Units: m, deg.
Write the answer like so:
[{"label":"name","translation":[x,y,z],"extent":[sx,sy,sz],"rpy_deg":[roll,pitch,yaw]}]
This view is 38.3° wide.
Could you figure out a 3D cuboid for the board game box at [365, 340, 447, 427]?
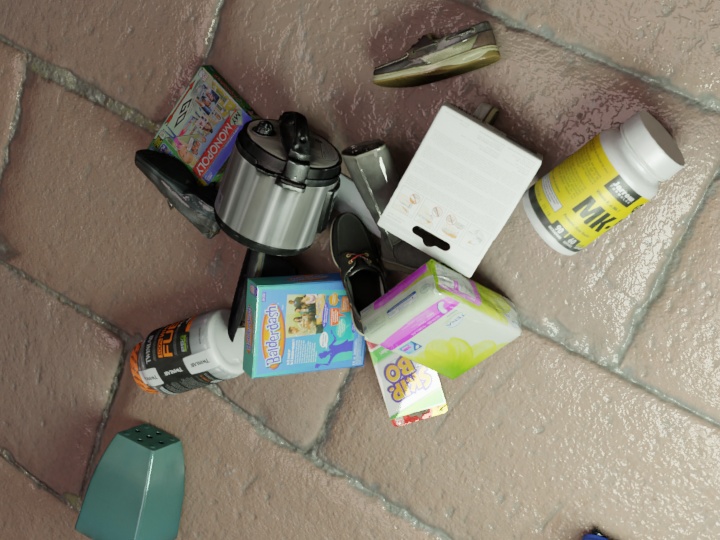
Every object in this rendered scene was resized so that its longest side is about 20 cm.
[{"label":"board game box","translation":[0.068,0.144,1.640],"extent":[0.095,0.030,0.201],"rpy_deg":[-17,96,3]}]

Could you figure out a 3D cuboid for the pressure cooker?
[{"label":"pressure cooker","translation":[-0.123,-0.144,1.606],"extent":[0.176,0.178,0.201],"rpy_deg":[36,119,26]}]

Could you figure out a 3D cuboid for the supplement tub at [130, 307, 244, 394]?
[{"label":"supplement tub","translation":[-0.297,0.146,1.803],"extent":[0.199,0.122,0.123],"rpy_deg":[-19,92,30]}]

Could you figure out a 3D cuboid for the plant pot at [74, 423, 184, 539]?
[{"label":"plant pot","translation":[-0.413,0.398,1.919],"extent":[0.141,0.141,0.201],"rpy_deg":[20,104,23]}]

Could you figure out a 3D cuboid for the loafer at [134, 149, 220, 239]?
[{"label":"loafer","translation":[-0.309,-0.130,1.744],"extent":[0.200,0.073,0.072],"rpy_deg":[39,122,16]}]

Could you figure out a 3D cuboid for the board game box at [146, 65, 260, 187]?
[{"label":"board game box","translation":[-0.268,-0.227,1.755],"extent":[0.135,0.029,0.200],"rpy_deg":[47,118,12]}]

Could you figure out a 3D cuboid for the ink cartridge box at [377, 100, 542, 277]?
[{"label":"ink cartridge box","translation":[0.140,-0.114,1.469],"extent":[0.160,0.047,0.200],"rpy_deg":[30,111,0]}]

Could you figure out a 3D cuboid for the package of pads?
[{"label":"package of pads","translation":[0.123,0.074,1.526],"extent":[0.154,0.200,0.068],"rpy_deg":[-37,45,30]}]

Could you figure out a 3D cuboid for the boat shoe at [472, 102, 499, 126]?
[{"label":"boat shoe","translation":[0.126,-0.171,1.528],"extent":[0.068,0.075,0.200],"rpy_deg":[40,118,9]}]

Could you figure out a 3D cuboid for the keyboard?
[{"label":"keyboard","translation":[0.031,-0.083,1.639],"extent":[0.200,0.011,0.056],"rpy_deg":[33,110,18]}]

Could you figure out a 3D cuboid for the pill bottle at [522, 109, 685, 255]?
[{"label":"pill bottle","translation":[0.329,-0.119,1.407],"extent":[0.200,0.114,0.114],"rpy_deg":[-40,82,30]}]

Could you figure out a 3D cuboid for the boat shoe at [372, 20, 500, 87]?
[{"label":"boat shoe","translation":[0.108,-0.313,1.513],"extent":[0.199,0.073,0.065],"rpy_deg":[-8,87,26]}]

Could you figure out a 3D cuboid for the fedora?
[{"label":"fedora","translation":[-0.154,0.033,1.698],"extent":[0.091,0.201,0.201],"rpy_deg":[14,112,-10]}]

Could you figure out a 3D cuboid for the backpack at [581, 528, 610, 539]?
[{"label":"backpack","translation":[0.384,0.511,1.498],"extent":[0.199,0.168,0.163],"rpy_deg":[21,117,19]}]

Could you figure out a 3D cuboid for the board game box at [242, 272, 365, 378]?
[{"label":"board game box","translation":[-0.084,0.084,1.636],"extent":[0.045,0.199,0.153],"rpy_deg":[30,119,56]}]

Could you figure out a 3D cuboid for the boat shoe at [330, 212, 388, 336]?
[{"label":"boat shoe","translation":[0.003,-0.001,1.602],"extent":[0.073,0.063,0.202],"rpy_deg":[-10,74,-13]}]

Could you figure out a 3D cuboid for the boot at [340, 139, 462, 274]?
[{"label":"boot","translation":[0.062,-0.095,1.533],"extent":[0.181,0.072,0.201],"rpy_deg":[5,116,46]}]
